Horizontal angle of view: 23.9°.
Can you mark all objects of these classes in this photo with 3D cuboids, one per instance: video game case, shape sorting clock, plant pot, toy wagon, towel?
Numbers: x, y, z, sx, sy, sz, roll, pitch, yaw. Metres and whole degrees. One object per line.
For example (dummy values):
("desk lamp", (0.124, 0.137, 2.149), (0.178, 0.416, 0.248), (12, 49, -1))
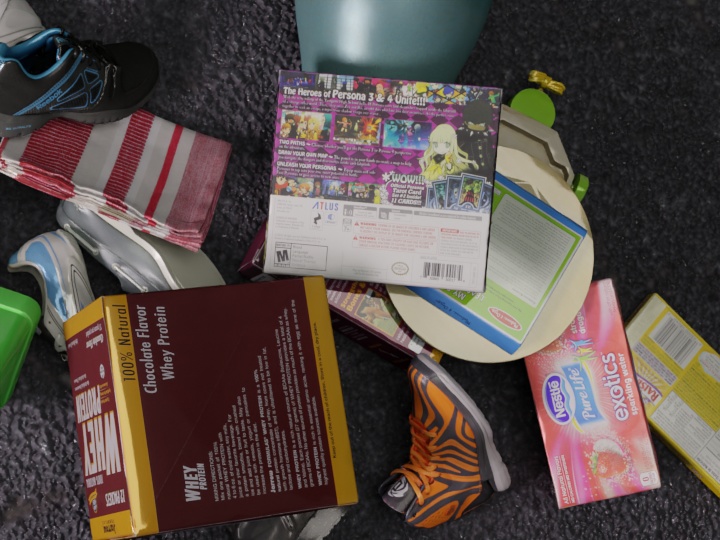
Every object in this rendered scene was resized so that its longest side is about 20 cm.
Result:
("video game case", (0.019, -0.079, 1.502), (0.199, 0.036, 0.182), (4, 93, 2))
("shape sorting clock", (0.115, -0.015, 1.557), (0.199, 0.039, 0.201), (2, 80, -9))
("plant pot", (0.027, -0.239, 1.580), (0.199, 0.200, 0.189), (10, 95, -13))
("toy wagon", (0.145, -0.098, 1.664), (0.155, 0.040, 0.201), (25, 77, -10))
("towel", (-0.220, -0.105, 1.543), (0.199, 0.023, 0.144), (22, 42, -11))

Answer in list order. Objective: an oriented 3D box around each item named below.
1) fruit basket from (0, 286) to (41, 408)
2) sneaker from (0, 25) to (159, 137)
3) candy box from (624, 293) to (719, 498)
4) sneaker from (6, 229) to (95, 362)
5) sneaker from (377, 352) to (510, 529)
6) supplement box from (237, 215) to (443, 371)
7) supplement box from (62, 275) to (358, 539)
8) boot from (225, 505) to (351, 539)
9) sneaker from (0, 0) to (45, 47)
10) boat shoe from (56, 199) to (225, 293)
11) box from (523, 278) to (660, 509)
("fruit basket", (-0.383, 0.030, 1.484), (0.215, 0.156, 0.216), (17, 37, -13))
("sneaker", (-0.253, -0.176, 1.520), (0.200, 0.082, 0.073), (-24, 60, -43))
("candy box", (0.328, 0.127, 1.688), (0.200, 0.026, 0.102), (44, 79, -5))
("sneaker", (-0.252, 0.062, 1.529), (0.072, 0.072, 0.201), (-26, 88, -13))
("sneaker", (0.063, 0.169, 1.553), (0.112, 0.078, 0.200), (-36, 130, -9))
("supplement box", (0.000, 0.000, 1.590), (0.199, 0.086, 0.111), (31, 77, -9))
("supplement box", (-0.131, 0.119, 1.453), (0.199, 0.133, 0.198), (-6, 81, -25))
("boot", (-0.111, 0.234, 1.552), (0.132, 0.070, 0.200), (42, 65, -3))
("sneaker", (-0.361, -0.176, 1.528), (0.200, 0.078, 0.099), (-45, 98, -14))
("boat shoe", (-0.197, -0.007, 1.567), (0.200, 0.073, 0.062), (45, 118, -12))
("box", (0.213, 0.114, 1.612), (0.102, 0.095, 0.201), (-13, 87, 9))
